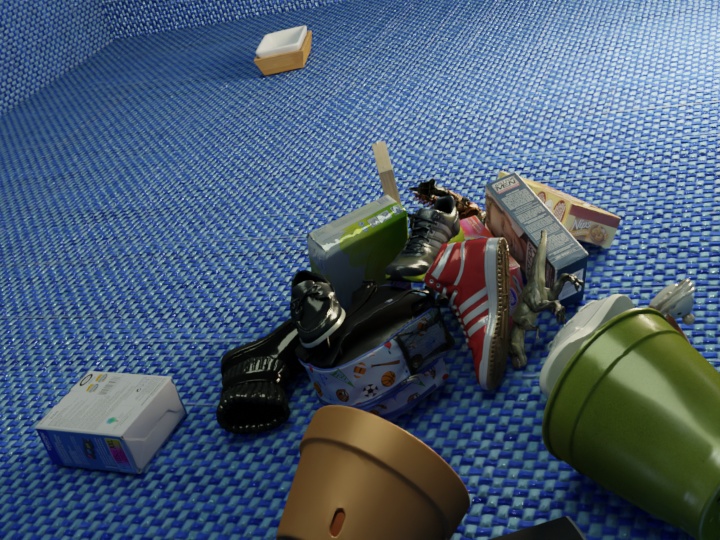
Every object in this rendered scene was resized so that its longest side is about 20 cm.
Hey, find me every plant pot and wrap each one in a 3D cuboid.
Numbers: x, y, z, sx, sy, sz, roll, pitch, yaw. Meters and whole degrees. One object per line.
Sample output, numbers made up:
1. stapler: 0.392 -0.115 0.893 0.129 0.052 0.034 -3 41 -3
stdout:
1. plant pot: 0.001 0.262 1.011 0.197 0.202 0.141 8 52 37
2. plant pot: 0.328 0.177 0.999 0.198 0.203 0.193 -27 42 -20

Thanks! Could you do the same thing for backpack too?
1. backpack: 0.015 0.113 1.286 0.188 0.157 0.199 -26 13 -24

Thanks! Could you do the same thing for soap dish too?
1. soap dish: -0.228 -0.662 2.853 0.154 0.083 0.201 -10 29 11

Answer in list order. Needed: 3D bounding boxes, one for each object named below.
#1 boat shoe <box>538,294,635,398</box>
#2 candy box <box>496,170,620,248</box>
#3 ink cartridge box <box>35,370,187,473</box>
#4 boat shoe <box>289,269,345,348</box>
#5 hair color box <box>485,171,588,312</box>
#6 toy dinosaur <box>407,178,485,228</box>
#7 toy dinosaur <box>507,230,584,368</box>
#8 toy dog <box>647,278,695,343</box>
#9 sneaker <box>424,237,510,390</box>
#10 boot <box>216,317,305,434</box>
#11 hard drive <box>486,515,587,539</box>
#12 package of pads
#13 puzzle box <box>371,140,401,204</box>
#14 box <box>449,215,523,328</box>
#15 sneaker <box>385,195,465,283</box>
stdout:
1. boat shoe: 0.292 0.105 1.263 0.200 0.071 0.071 -40 14 -30
2. candy box: 0.317 -0.102 1.557 0.114 0.056 0.200 11 15 -31
3. ink cartridge box: -0.375 0.218 1.383 0.196 0.078 0.137 2 32 26
4. boat shoe: -0.067 0.042 1.278 0.074 0.067 0.200 -34 15 9
5. hair color box: 0.261 -0.044 1.428 0.060 0.101 0.201 -22 49 -12
6. toy dinosaur: 0.152 -0.100 1.674 0.134 0.105 0.198 4 -5 -34
7. toy dinosaur: 0.252 0.035 1.296 0.087 0.047 0.204 4 70 46
8. toy dog: 0.357 0.108 1.175 0.199 0.097 0.132 -40 -6 2
9. sneaker: 0.143 0.058 1.288 0.110 0.205 0.071 0 -6 26
10. boot: -0.111 0.148 1.362 0.208 0.080 0.158 -27 22 2
11. hard drive: 0.190 0.330 0.930 0.132 0.043 0.201 -16 28 0
12. package of pads: 0.000 0.000 1.442 0.153 0.202 0.068 -27 47 -20
13. puzzle box: 0.058 -0.102 1.594 0.025 0.203 0.134 -14 27 3
14. box: 0.174 0.010 1.441 0.093 0.104 0.201 -18 27 -5
15. sneaker: 0.089 -0.044 1.367 0.073 0.082 0.200 3 27 27
